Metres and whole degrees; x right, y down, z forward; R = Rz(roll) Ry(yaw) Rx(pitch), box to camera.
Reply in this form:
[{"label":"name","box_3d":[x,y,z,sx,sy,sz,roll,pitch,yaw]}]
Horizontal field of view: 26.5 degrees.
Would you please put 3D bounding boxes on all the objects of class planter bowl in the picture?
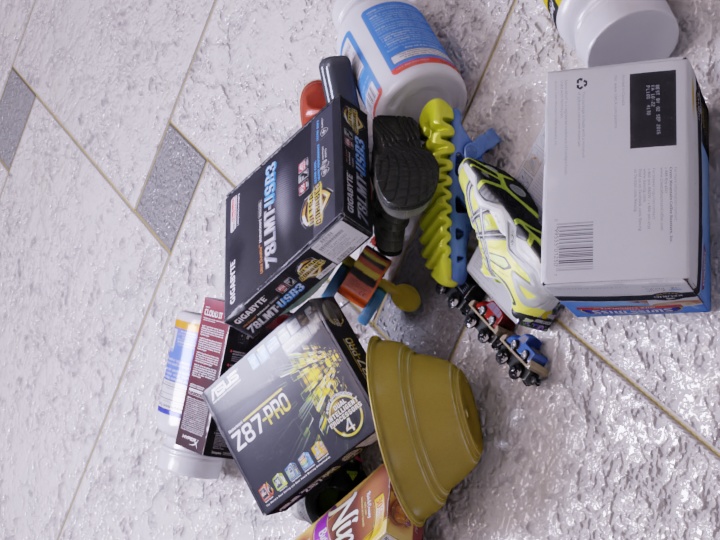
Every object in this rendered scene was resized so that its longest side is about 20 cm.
[{"label":"planter bowl","box_3d":[0.075,0.155,1.568,0.083,0.201,0.202,-14,63,12]}]

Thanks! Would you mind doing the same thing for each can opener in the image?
[{"label":"can opener","box_3d":[-0.027,-0.140,1.736,0.053,0.066,0.202,-152,50,-75]}]

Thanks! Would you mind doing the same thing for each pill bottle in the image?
[{"label":"pill bottle","box_3d":[-0.200,0.160,1.957,0.112,0.111,0.203,10,88,54]},{"label":"pill bottle","box_3d":[0.037,-0.244,1.754,0.113,0.111,0.201,-54,42,29]},{"label":"pill bottle","box_3d":[0.231,-0.286,1.497,0.114,0.113,0.201,-49,44,34]}]

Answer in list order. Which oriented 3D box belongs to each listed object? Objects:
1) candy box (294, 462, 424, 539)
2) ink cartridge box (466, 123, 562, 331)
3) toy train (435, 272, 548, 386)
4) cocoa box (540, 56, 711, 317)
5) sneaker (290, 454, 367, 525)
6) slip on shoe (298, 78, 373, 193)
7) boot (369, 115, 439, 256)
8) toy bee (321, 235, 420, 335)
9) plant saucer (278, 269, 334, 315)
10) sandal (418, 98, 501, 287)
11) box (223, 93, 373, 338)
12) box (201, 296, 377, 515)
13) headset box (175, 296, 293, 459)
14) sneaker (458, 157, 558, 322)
[{"label":"candy box","box_3d":[-0.012,0.304,1.654,0.200,0.056,0.117,-43,22,29]},{"label":"ink cartridge box","box_3d":[0.192,-0.053,1.537,0.201,0.050,0.109,-62,38,19]},{"label":"toy train","box_3d":[0.139,0.055,1.592,0.046,0.034,0.200,-53,40,12]},{"label":"cocoa box","box_3d":[0.241,-0.069,1.369,0.132,0.131,0.203,-3,75,21]},{"label":"sneaker","box_3d":[-0.022,0.210,1.734,0.087,0.073,0.202,37,114,52]},{"label":"slip on shoe","box_3d":[-0.029,-0.151,1.838,0.061,0.073,0.202,75,180,-63]},{"label":"boot","box_3d":[0.042,-0.069,1.624,0.201,0.067,0.132,-96,9,-60]},{"label":"toy bee","box_3d":[0.000,0.000,1.737,0.109,0.131,0.199,-58,21,-16]},{"label":"plant saucer","box_3d":[-0.064,-0.027,1.689,0.200,0.039,0.202,-37,36,32]},{"label":"sandal","box_3d":[0.109,-0.082,1.629,0.079,0.086,0.203,157,116,-72]},{"label":"box","box_3d":[-0.070,-0.060,1.643,0.198,0.049,0.201,-38,36,30]},{"label":"box","box_3d":[-0.067,0.149,1.679,0.200,0.049,0.162,-39,69,30]},{"label":"headset box","box_3d":[-0.125,0.125,1.833,0.077,0.148,0.203,8,88,54]},{"label":"sneaker","box_3d":[0.137,-0.035,1.500,0.077,0.075,0.201,-55,40,27]}]
